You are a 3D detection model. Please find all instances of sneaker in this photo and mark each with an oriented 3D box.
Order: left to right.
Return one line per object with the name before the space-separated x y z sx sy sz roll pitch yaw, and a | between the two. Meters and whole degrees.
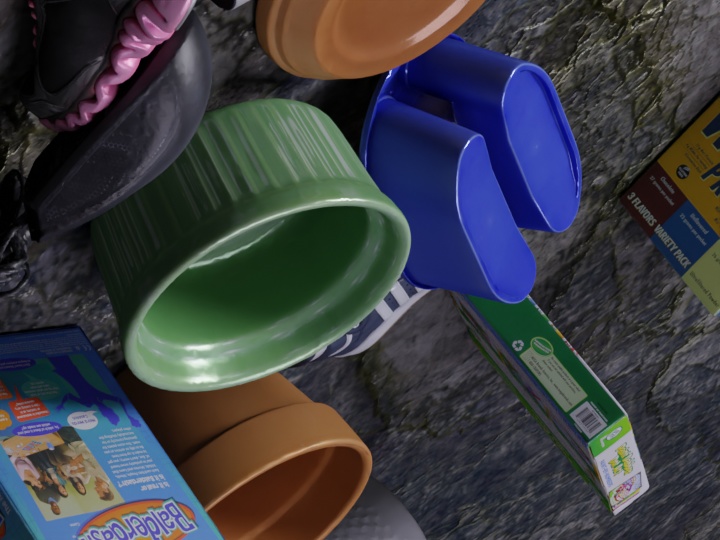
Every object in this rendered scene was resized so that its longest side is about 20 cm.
sneaker | -0.150 -0.148 1.364 0.200 0.095 0.079 -40 -157 52
sneaker | 0.000 0.000 1.828 0.108 0.070 0.200 -12 148 -48

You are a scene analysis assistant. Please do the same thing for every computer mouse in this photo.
computer mouse | -0.145 -0.064 1.438 0.200 0.053 0.139 -45 -161 19

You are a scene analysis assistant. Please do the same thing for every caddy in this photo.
caddy | 0.067 -0.069 1.716 0.142 0.105 0.200 -57 144 -25

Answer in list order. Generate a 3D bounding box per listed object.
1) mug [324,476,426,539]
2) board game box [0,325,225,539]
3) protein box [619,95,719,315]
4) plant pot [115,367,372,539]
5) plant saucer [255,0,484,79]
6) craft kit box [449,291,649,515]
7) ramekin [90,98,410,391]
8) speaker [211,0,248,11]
mug | -0.041 0.265 2.187 0.175 0.148 0.200 -39 -172 -15
board game box | -0.194 0.129 1.627 0.152 0.200 0.045 -5 141 -49
protein box | 0.364 -0.071 2.127 0.199 0.135 0.200 -47 155 20
plant pot | -0.112 0.139 1.835 0.200 0.140 0.200 -31 156 -16
plant saucer | 0.026 -0.188 1.567 0.200 0.038 0.200 -31 155 -16
craft kit box | 0.149 0.085 2.028 0.048 0.200 0.198 -36 157 -6
ramekin | -0.077 -0.019 1.620 0.199 0.098 0.200 -22 152 -12
speaker | -0.008 -0.225 1.400 0.199 0.081 0.081 -30 155 -16
